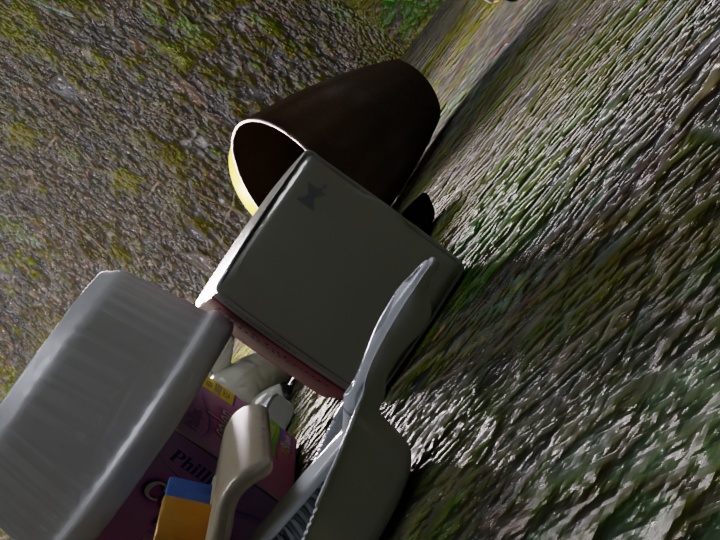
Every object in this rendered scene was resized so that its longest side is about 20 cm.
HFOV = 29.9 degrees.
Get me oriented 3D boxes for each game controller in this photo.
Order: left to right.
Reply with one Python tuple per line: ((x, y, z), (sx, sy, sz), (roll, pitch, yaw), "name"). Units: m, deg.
((0.000, 0.000, 1.171), (0.105, 0.042, 0.200), (-58, 7, -29), "game controller")

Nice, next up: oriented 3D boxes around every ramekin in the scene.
((-0.176, 0.091, 0.878), (0.203, 0.094, 0.202), (-54, 6, 9), "ramekin")

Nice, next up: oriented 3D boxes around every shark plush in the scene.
((-0.132, 0.153, 1.261), (0.201, 0.090, 0.083), (-58, -12, -16), "shark plush")

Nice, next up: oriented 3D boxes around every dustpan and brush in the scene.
((-0.005, 0.086, 0.644), (0.201, 0.057, 0.140), (-53, 6, 14), "dustpan and brush")

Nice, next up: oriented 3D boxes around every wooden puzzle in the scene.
((-0.097, 0.175, 0.716), (0.185, 0.046, 0.202), (-140, 67, -84), "wooden puzzle")

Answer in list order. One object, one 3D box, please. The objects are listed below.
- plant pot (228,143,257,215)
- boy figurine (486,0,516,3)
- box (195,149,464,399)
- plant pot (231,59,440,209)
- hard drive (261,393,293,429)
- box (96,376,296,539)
((-0.085, -0.187, 2.225), (0.188, 0.201, 0.201), (-31, 20, 38), "plant pot")
((0.198, -0.403, 1.738), (0.125, 0.064, 0.200), (-55, 9, 21), "boy figurine")
((-0.029, 0.011, 0.927), (0.109, 0.127, 0.200), (-56, 6, -9), "box")
((-0.008, -0.141, 1.498), (0.200, 0.187, 0.187), (-41, -1, -27), "plant pot")
((-0.140, 0.200, 1.148), (0.200, 0.027, 0.132), (-44, 11, 35), "hard drive")
((-0.138, 0.192, 0.936), (0.201, 0.096, 0.176), (-55, 6, 5), "box")
